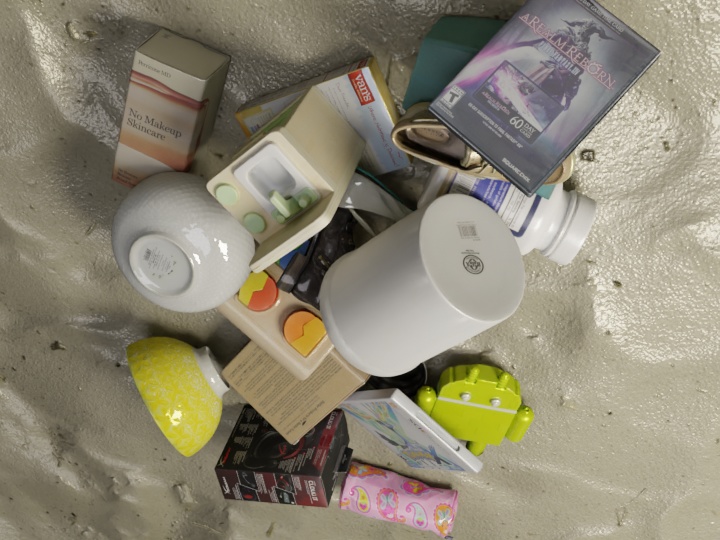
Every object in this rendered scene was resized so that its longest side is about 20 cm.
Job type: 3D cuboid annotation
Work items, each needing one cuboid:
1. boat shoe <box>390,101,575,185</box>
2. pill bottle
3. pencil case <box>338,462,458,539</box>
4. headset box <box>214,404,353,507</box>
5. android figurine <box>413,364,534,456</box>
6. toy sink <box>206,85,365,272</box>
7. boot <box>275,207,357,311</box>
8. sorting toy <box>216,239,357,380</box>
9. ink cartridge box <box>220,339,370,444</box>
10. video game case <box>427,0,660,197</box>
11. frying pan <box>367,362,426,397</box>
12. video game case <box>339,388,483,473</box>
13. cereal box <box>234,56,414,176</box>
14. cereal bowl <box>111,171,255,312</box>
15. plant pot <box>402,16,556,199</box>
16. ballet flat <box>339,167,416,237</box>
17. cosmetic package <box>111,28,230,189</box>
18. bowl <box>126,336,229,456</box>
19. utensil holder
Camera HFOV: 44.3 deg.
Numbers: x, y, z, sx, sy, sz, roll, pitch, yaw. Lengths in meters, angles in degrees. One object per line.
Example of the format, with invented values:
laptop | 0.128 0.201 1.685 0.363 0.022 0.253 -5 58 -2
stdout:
boat shoe | 0.130 -0.129 0.955 0.199 0.065 0.072 19 126 15
pill bottle | 0.183 -0.088 1.099 0.199 0.120 0.120 25 126 -2
pencil case | 0.065 0.384 1.475 0.199 0.088 0.088 14 126 5
headset box | -0.113 0.297 1.426 0.199 0.149 0.075 0 125 15
android figurine | 0.169 0.210 1.333 0.181 0.041 0.200 12 135 -5
toy sink | -0.094 -0.115 1.060 0.130 0.200 0.112 -32 111 32
boot | 0.000 0.000 1.198 0.174 0.069 0.200 34 92 -5
sorting toy | -0.090 0.027 1.241 0.185 0.036 0.200 41 97 0
ink cartridge box | -0.094 0.146 1.347 0.165 0.075 0.200 44 124 -2
video game case | 0.188 -0.194 0.912 0.143 0.019 0.200 42 88 13
frying pan | 0.017 0.144 1.357 0.189 0.031 0.115 -3 118 30
video game case | 0.069 0.247 1.357 0.182 0.022 0.200 42 157 -13
cereal box | -0.045 -0.178 1.152 0.199 0.040 0.144 -14 119 23
cereal bowl | -0.245 -0.024 1.173 0.199 0.083 0.201 8 123 13
plant pot | 0.161 -0.206 1.017 0.199 0.141 0.142 23 126 6
ballet flat | 0.049 -0.063 1.164 0.200 0.070 0.069 30 128 -24
cosmetic package | -0.253 -0.199 1.167 0.103 0.087 0.201 23 126 1
bowl | -0.272 0.179 1.393 0.107 0.200 0.201 -29 115 -3
utensil holder | 0.073 0.021 1.057 0.170 0.170 0.200 42 141 -14
